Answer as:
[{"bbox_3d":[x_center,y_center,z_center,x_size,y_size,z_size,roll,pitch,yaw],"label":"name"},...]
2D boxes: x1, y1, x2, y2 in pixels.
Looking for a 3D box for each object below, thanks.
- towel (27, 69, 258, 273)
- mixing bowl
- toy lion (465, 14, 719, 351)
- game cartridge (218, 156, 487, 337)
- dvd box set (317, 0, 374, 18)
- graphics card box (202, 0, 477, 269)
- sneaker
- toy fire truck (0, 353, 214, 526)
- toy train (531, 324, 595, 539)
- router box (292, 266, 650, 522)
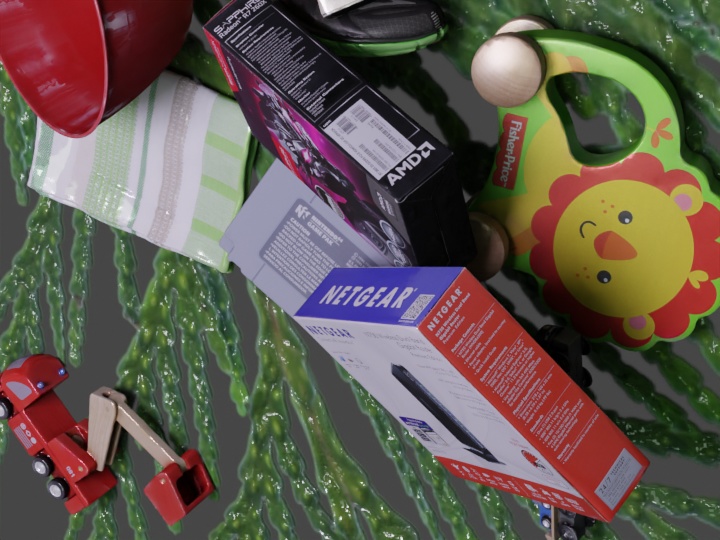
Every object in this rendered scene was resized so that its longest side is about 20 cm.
[{"bbox_3d":[-0.178,-0.094,1.006,0.199,0.031,0.150,24,121,18],"label":"towel"},{"bbox_3d":[-0.189,-0.205,0.900,0.200,0.108,0.201,34,136,40],"label":"mixing bowl"},{"bbox_3d":[0.159,-0.049,0.826,0.191,0.069,0.201,15,117,15],"label":"toy lion"},{"bbox_3d":[0.000,0.000,0.938,0.200,0.040,0.133,42,127,2],"label":"game cartridge"},{"bbox_3d":[0.008,-0.279,0.785,0.146,0.029,0.201,-21,94,13],"label":"dvd box set"},{"bbox_3d":[-0.013,-0.083,0.814,0.200,0.051,0.126,43,167,28],"label":"graphics card box"},{"bbox_3d":[-0.030,-0.206,0.849,0.199,0.077,0.084,29,126,14],"label":"sneaker"},{"bbox_3d":[-0.237,0.150,1.131,0.141,0.049,0.200,-34,91,34],"label":"toy fire truck"},{"bbox_3d":[0.141,0.121,0.895,0.046,0.034,0.201,22,134,38],"label":"toy train"},{"bbox_3d":[0.065,0.075,0.822,0.179,0.049,0.200,45,163,-17],"label":"router box"}]
